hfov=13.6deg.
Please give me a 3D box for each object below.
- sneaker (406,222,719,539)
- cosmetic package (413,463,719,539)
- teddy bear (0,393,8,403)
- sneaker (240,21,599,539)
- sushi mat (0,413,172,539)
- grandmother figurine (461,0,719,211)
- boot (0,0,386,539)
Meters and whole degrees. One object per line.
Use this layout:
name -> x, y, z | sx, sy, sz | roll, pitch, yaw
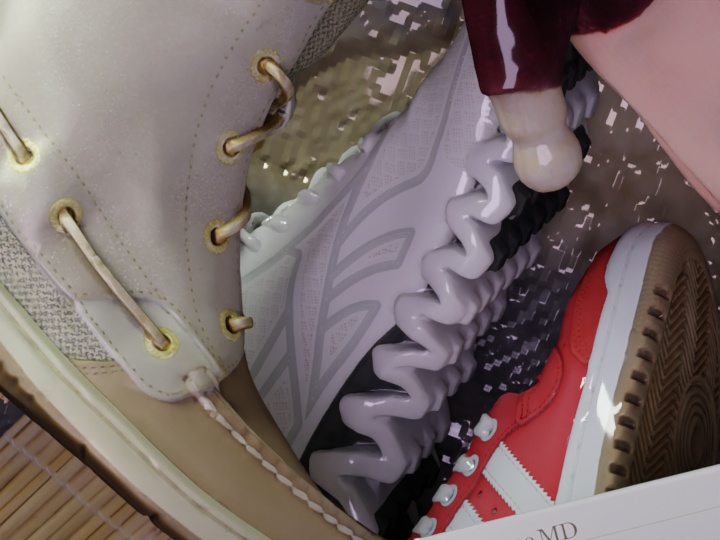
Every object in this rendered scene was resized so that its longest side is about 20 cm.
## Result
sneaker -> 0.024, 0.080, 0.768 | 0.112, 0.071, 0.201 | 5, 73, 31
cosmetic package -> 0.117, 0.077, 0.687 | 0.199, 0.051, 0.083 | -14, 80, -1
teddy bear -> -0.139, -0.055, 0.777 | 0.200, 0.067, 0.145 | 23, 65, -20
sneaker -> 0.000, 0.000, 0.793 | 0.081, 0.075, 0.200 | 30, 109, 12
sushi mat -> -0.108, 0.120, 0.836 | 0.096, 0.012, 0.200 | 44, 122, -5
grandmother figurine -> 0.061, -0.074, 0.719 | 0.060, 0.122, 0.200 | -7, 139, 44
boot -> -0.031, -0.026, 0.721 | 0.200, 0.072, 0.155 | 44, 82, -4
